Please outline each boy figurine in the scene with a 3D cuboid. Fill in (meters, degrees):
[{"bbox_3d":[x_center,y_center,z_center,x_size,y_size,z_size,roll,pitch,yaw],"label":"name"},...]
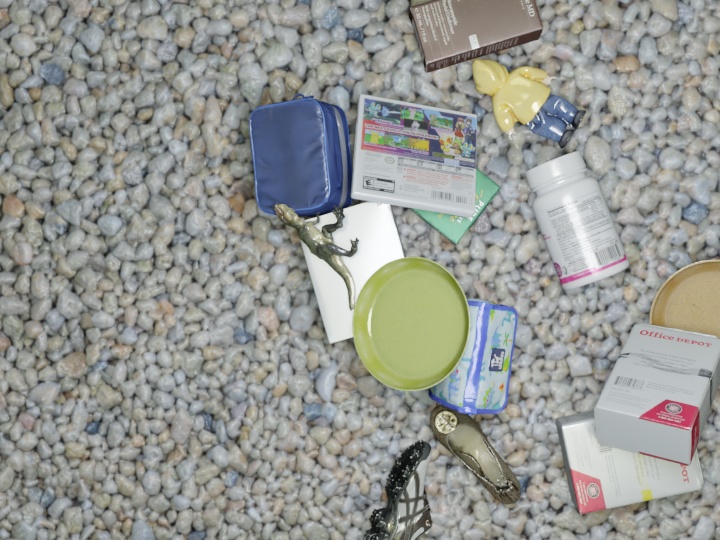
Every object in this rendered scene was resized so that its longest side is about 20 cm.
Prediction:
[{"bbox_3d":[0.262,-0.274,1.661,0.199,0.064,0.125,30,91,4],"label":"boy figurine"}]

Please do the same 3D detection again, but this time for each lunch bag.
[{"bbox_3d":[-0.092,-0.187,1.650,0.135,0.132,0.202,-4,90,19],"label":"lunch bag"},{"bbox_3d":[0.174,0.130,1.593,0.126,0.200,0.171,8,89,4],"label":"lunch bag"}]

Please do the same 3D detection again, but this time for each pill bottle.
[{"bbox_3d":[0.341,-0.080,1.629,0.113,0.113,0.201,-21,88,3],"label":"pill bottle"}]

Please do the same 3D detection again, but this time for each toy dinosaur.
[{"bbox_3d":[-0.046,-0.041,1.570,0.088,0.047,0.200,-39,90,34],"label":"toy dinosaur"}]

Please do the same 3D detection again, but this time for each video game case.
[{"bbox_3d":[0.087,-0.183,1.624,0.198,0.023,0.184,8,66,-9],"label":"video game case"}]

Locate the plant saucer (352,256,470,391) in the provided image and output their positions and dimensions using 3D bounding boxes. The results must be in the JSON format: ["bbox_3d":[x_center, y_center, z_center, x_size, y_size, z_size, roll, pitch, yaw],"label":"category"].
[{"bbox_3d":[0.080,0.081,1.542,0.199,0.031,0.202,-3,84,30],"label":"plant saucer"}]

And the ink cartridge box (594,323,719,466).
[{"bbox_3d":[0.459,0.183,1.557,0.144,0.200,0.084,10,132,30],"label":"ink cartridge box"}]

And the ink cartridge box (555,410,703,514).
[{"bbox_3d":[0.427,0.292,1.633,0.198,0.083,0.146,-12,89,3],"label":"ink cartridge box"}]

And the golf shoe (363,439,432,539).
[{"bbox_3d":[0.083,0.376,1.668,0.094,0.078,0.201,24,93,-14],"label":"golf shoe"}]

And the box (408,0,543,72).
[{"bbox_3d":[0.187,-0.402,1.664,0.199,0.075,0.101,-17,88,1],"label":"box"}]

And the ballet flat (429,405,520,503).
[{"bbox_3d":[0.189,0.301,1.666,0.067,0.046,0.200,-40,87,2],"label":"ballet flat"}]

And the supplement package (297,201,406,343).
[{"bbox_3d":[0.000,0.000,1.650,0.155,0.111,0.201,-16,88,3],"label":"supplement package"}]

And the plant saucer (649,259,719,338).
[{"bbox_3d":[0.564,0.078,1.633,0.199,0.035,0.202,3,103,13],"label":"plant saucer"}]

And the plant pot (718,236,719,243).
[{"bbox_3d":[0.663,-0.080,1.577,0.200,0.200,0.188,37,106,3],"label":"plant pot"}]

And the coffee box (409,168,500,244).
[{"bbox_3d":[0.116,-0.148,1.677,0.200,0.044,0.123,37,90,4],"label":"coffee box"}]
